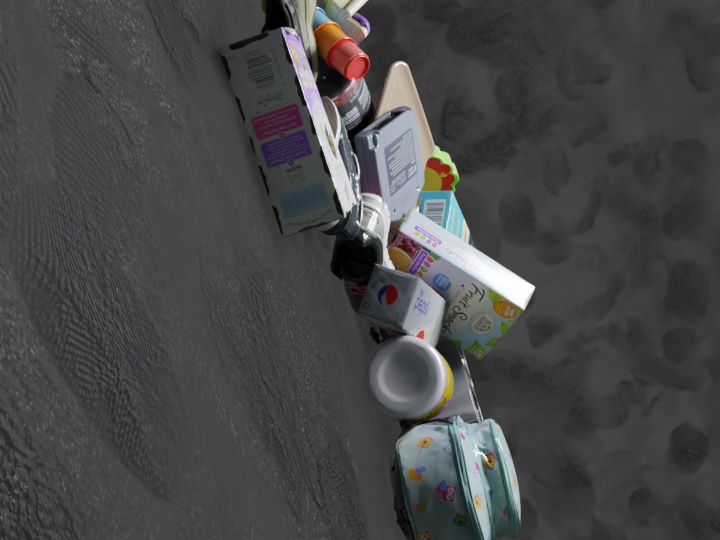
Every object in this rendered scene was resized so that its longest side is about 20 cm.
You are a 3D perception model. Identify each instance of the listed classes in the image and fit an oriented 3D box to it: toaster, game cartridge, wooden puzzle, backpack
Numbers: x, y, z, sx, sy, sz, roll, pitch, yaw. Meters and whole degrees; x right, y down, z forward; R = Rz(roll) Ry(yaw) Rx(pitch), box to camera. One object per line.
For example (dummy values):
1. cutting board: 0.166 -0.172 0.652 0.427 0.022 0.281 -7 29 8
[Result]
1. toaster: 0.106 0.184 1.642 0.200 0.118 0.181 61 12 -61
2. game cartridge: 0.042 -0.140 1.521 0.200 0.041 0.134 -46 134 -64
3. wooden puzzle: 0.052 -0.179 1.649 0.185 0.037 0.200 66 32 -40
4. backpack: 0.112 0.263 1.339 0.200 0.153 0.176 8 70 -76

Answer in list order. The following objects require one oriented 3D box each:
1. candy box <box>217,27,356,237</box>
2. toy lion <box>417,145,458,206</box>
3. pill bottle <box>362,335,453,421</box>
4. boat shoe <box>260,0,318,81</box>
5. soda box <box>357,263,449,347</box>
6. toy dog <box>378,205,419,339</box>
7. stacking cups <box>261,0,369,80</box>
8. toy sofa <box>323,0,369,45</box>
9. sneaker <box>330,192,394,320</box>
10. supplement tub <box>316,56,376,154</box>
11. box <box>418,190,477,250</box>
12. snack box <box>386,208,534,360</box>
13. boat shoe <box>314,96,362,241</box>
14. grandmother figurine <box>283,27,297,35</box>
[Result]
1. candy box: -0.072 -0.146 1.183 0.168 0.071 0.200 -65 137 -82
2. toy lion: 0.071 -0.124 1.852 0.200 0.191 0.069 66 9 -51
3. pill bottle: 0.067 0.145 1.457 0.200 0.104 0.105 44 29 -77
4. boat shoe: -0.098 -0.305 1.451 0.073 0.065 0.200 40 -30 30
5. soda box: 0.059 0.050 1.439 0.200 0.063 0.068 38 71 -71
6. toy dog: 0.071 0.020 1.726 0.194 0.139 0.200 -68 141 -61
7. stacking cups: -0.062 -0.319 1.502 0.200 0.060 0.061 50 -8 36
8. toy sofa: -0.029 -0.357 1.619 0.098 0.083 0.200 42 -23 -2
9. sneaker: 0.000 0.000 1.441 0.088 0.074 0.200 -62 157 -44
10. supplement tub: -0.030 -0.223 1.633 0.200 0.107 0.107 65 10 -56
11. box: 0.130 -0.030 1.643 0.200 0.049 0.082 58 37 -56
12. snack box: 0.120 0.021 1.544 0.053 0.200 0.142 -56 178 -38
13. boat shoe: -0.038 -0.125 1.390 0.060 0.076 0.200 31 47 -44
14. grandmother figurine: -0.080 -0.210 1.358 0.121 0.060 0.200 106 -25 -60
